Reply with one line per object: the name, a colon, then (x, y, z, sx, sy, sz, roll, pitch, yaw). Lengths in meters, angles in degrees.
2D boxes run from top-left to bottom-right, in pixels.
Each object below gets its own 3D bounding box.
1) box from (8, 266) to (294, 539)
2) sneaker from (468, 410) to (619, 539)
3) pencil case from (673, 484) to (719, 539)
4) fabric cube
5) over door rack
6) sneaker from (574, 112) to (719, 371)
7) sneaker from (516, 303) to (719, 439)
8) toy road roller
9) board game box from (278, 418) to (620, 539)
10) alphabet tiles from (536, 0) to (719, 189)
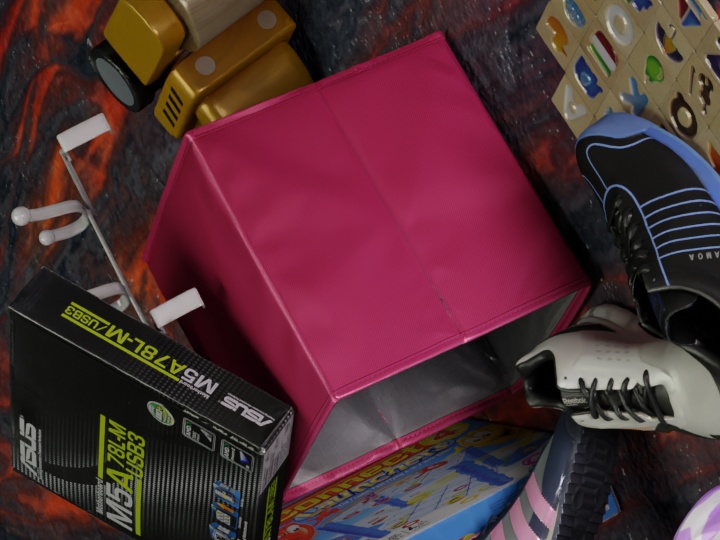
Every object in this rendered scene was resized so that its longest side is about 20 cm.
box: (-0.139, 0.110, 1.817, 0.193, 0.048, 0.200, 27, 146, 12)
sneaker: (0.104, 0.164, 1.780, 0.082, 0.200, 0.070, 11, 164, 32)
pencil case: (0.246, 0.187, 1.506, 0.200, 0.085, 0.084, 34, 140, 49)
fabric cube: (0.000, 0.000, 1.817, 0.199, 0.200, 0.196, 60, 158, 17)
over door rack: (-0.172, 0.001, 1.855, 0.148, 0.067, 0.200, 61, 163, 12)
sneaker: (0.175, -0.011, 1.563, 0.200, 0.078, 0.070, 45, 152, 32)
sneaker: (0.168, 0.073, 1.678, 0.200, 0.080, 0.074, 9, 120, 62)
toy road roller: (-0.093, -0.152, 1.974, 0.146, 0.123, 0.200, 49, 161, 5)
board game box: (0.041, 0.172, 1.901, 0.196, 0.200, 0.056, 4, 117, 64)
alphabet tiles: (0.163, -0.107, 1.597, 0.166, 0.006, 0.200, 57, 156, 16)
